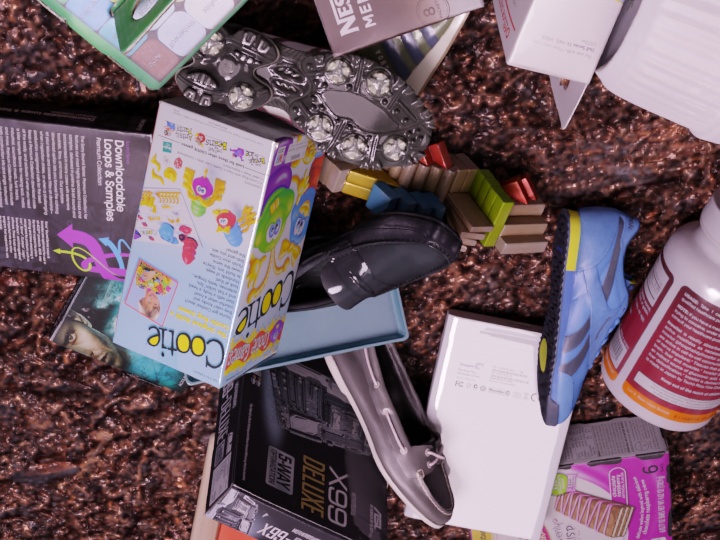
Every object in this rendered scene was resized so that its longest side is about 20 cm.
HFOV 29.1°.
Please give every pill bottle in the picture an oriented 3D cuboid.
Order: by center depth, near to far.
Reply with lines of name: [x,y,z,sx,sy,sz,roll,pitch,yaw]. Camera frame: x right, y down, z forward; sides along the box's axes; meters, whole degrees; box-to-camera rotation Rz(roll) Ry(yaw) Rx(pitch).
pill bottle: [0.297,0.033,1.201,0.112,0.113,0.201,14,125,-13]

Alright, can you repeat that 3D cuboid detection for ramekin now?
ramekin: [0.241,-0.201,0.983,0.104,0.201,0.201,17,124,-4]

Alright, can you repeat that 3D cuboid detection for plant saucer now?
plant saucer: [-0.061,0.046,1.212,0.199,0.019,0.070,-11,86,-11]

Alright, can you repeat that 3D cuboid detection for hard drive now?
hard drive: [0.124,0.144,1.283,0.131,0.027,0.201,11,105,-2]

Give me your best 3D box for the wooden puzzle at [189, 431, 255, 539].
wooden puzzle: [-0.073,0.249,1.391,0.184,0.037,0.201,8,126,-9]

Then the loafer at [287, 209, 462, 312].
loafer: [0.000,0.000,1.127,0.200,0.071,0.068,-11,137,45]

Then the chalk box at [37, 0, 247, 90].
chalk box: [-0.144,-0.221,0.942,0.124,0.201,0.125,38,116,-26]

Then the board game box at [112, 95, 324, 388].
board game box: [-0.109,-0.028,1.095,0.104,0.103,0.201,21,109,18]

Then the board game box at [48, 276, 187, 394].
board game box: [-0.172,0.011,1.218,0.135,0.028,0.200,24,121,-19]

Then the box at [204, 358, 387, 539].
box: [-0.052,0.158,1.224,0.157,0.201,0.050,29,125,-21]

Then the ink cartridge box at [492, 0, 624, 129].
ink cartridge box: [0.149,-0.218,1.008,0.067,0.117,0.201,12,124,-10]

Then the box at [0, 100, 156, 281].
box: [-0.261,-0.066,1.135,0.198,0.036,0.144,8,123,4]

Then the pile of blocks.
pile of blocks: [0.067,-0.069,1.136,0.199,0.082,0.062,13,125,-11]

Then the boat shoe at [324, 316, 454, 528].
boat shoe: [0.036,0.134,1.244,0.057,0.067,0.201,-33,85,25]

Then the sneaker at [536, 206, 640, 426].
sneaker: [0.200,0.044,1.207,0.078,0.066,0.202,5,105,-7]

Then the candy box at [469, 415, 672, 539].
candy box: [0.202,0.221,1.367,0.199,0.061,0.137,-9,125,5]

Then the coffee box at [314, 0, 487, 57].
coffee box: [0.005,-0.263,0.954,0.114,0.080,0.201,-16,104,10]

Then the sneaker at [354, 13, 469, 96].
sneaker: [0.022,-0.192,1.052,0.089,0.067,0.201,16,127,-20]

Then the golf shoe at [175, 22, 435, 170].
golf shoe: [-0.038,-0.139,1.033,0.199,0.088,0.078,21,106,-9]
